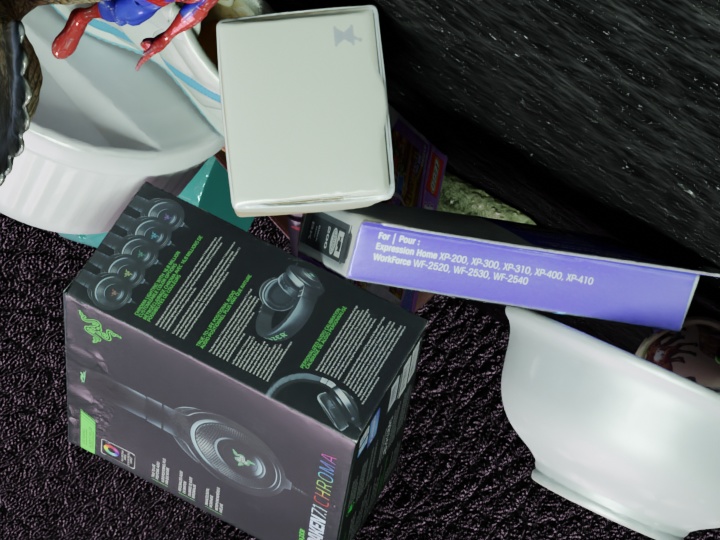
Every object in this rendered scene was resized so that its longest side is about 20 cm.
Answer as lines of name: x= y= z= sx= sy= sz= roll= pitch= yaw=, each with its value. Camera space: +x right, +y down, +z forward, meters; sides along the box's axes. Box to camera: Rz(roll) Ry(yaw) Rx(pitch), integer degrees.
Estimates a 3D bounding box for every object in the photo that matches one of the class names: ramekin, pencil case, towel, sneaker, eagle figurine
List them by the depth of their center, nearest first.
eagle figurine: x=-0.168 y=-0.133 z=1.129 sx=0.200 sy=0.152 sz=0.151 roll=30 pitch=-156 yaw=29
sneaker: x=-0.107 y=-0.155 z=1.333 sx=0.200 sy=0.077 sz=0.081 roll=37 pitch=157 yaw=7
ramekin: x=-0.172 y=-0.111 z=1.396 sx=0.202 sy=0.094 sz=0.203 roll=17 pitch=-137 yaw=-17
pencil case: x=0.222 y=0.075 z=1.605 sx=0.089 sy=0.078 sz=0.200 roll=7 pitch=176 yaw=7
towel: x=0.090 y=-0.034 z=1.749 sx=0.200 sy=0.037 sz=0.148 roll=32 pitch=178 yaw=38

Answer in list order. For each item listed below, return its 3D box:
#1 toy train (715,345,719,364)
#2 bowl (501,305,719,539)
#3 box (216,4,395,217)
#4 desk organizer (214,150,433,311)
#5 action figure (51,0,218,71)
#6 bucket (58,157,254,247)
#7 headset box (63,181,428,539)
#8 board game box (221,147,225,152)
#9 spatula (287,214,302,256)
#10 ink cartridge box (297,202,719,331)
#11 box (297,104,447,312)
toy train: x=0.254 y=0.064 z=1.360 sx=0.056 sy=0.042 sz=0.200 roll=43 pitch=177 yaw=-8
bowl: x=0.159 y=0.099 z=1.352 sx=0.201 sy=0.091 sz=0.201 roll=24 pitch=-179 yaw=0
box: x=-0.029 y=-0.076 z=1.175 sx=0.077 sy=0.095 sz=0.200 roll=-5 pitch=179 yaw=-2
desk organizer: x=-0.021 y=-0.047 z=1.699 sx=0.200 sy=0.077 sz=0.072 roll=48 pitch=-179 yaw=-1
action figure: x=-0.119 y=-0.148 z=1.234 sx=0.065 sy=0.052 sz=0.200 roll=44 pitch=150 yaw=-24
bucket: x=-0.167 y=-0.098 z=2.085 sx=0.134 sy=0.208 sz=0.207 roll=21 pitch=176 yaw=14
headset box: x=-0.076 y=0.062 z=1.363 sx=0.200 sy=0.093 sz=0.174 roll=27 pitch=149 yaw=10
board game box: x=-0.059 y=-0.105 z=1.614 sx=0.200 sy=0.030 sz=0.096 roll=31 pitch=-137 yaw=-15
spatula: x=-0.041 y=-0.050 z=1.575 sx=0.056 sy=0.021 sz=0.200 roll=11 pitch=144 yaw=11
ink cartridge box: x=0.079 y=-0.004 z=1.319 sx=0.197 sy=0.044 sz=0.200 roll=8 pitch=-176 yaw=-13
box: x=0.000 y=0.000 z=1.527 sx=0.039 sy=0.201 sz=0.137 roll=9 pitch=169 yaw=22
